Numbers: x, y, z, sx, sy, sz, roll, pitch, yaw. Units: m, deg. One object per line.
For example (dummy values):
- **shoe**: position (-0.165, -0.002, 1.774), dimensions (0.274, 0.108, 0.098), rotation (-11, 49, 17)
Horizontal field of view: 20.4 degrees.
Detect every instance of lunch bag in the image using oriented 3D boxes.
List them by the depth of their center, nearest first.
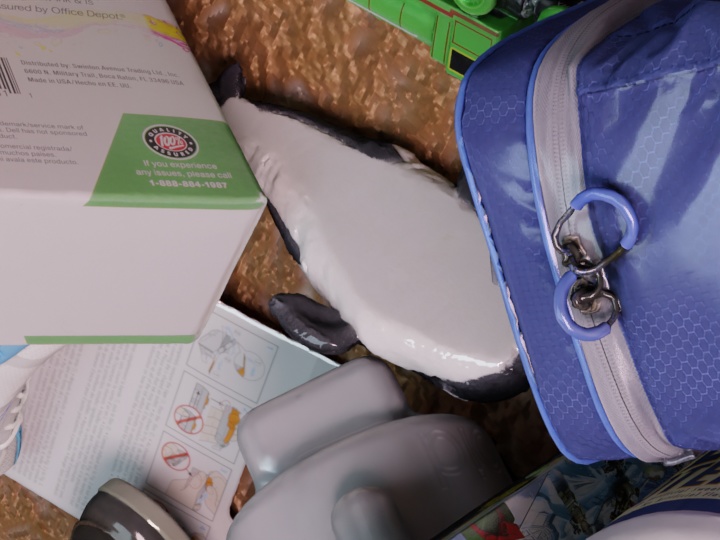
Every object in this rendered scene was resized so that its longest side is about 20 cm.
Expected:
- **lunch bag**: position (0.116, -0.024, 0.596), dimensions (0.132, 0.200, 0.137), rotation (-9, 101, 40)

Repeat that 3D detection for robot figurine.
- **robot figurine**: position (0.022, 0.134, 0.750), dimensions (0.113, 0.170, 0.201), rotation (-27, 68, 3)

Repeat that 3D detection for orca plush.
- **orca plush**: position (0.000, 0.000, 0.797), dimensions (0.199, 0.105, 0.071), rotation (23, 152, 29)

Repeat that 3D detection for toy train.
- **toy train**: position (0.040, -0.100, 0.744), dimensions (0.200, 0.042, 0.057), rotation (32, 136, 27)

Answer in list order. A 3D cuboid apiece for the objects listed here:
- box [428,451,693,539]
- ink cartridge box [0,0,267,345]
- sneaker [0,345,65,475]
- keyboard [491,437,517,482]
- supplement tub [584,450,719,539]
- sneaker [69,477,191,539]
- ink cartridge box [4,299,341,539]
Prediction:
- **box**: position (0.086, 0.134, 0.686), dimensions (0.040, 0.200, 0.137), rotation (-34, 84, 41)
- **ink cartridge box**: position (-0.145, -0.069, 0.795), dimensions (0.088, 0.145, 0.200), rotation (-61, 43, 38)
- **sneaker**: position (-0.174, 0.052, 0.912), dimensions (0.200, 0.075, 0.087), rotation (-28, 125, 33)
- **keyboard**: position (-0.002, 0.140, 0.868), dimensions (0.200, 0.040, 0.104), rotation (-38, 83, 39)
- **supplement tub**: position (0.155, 0.110, 0.618), dimensions (0.144, 0.200, 0.146), rotation (16, 117, 35)
- **sneaker**: position (-0.122, 0.193, 0.922), dimensions (0.075, 0.106, 0.201), rotation (30, 138, 32)
- **ink cartridge box**: position (-0.105, 0.048, 0.935), dimensions (0.199, 0.047, 0.161), rotation (28, 124, 9)
